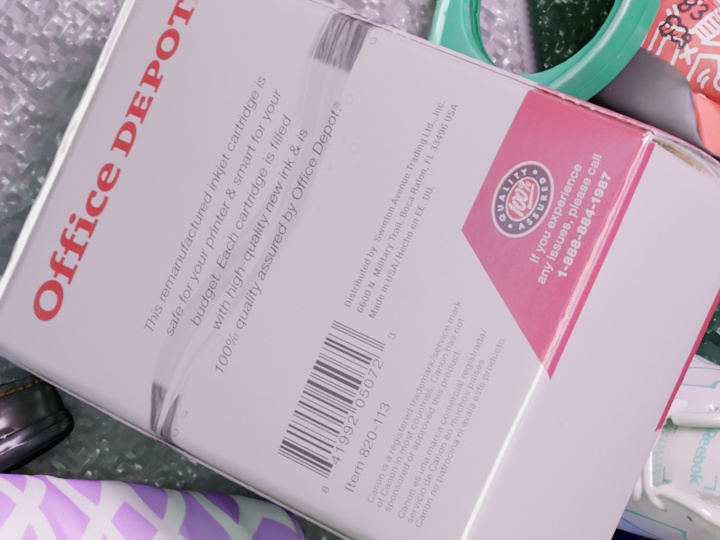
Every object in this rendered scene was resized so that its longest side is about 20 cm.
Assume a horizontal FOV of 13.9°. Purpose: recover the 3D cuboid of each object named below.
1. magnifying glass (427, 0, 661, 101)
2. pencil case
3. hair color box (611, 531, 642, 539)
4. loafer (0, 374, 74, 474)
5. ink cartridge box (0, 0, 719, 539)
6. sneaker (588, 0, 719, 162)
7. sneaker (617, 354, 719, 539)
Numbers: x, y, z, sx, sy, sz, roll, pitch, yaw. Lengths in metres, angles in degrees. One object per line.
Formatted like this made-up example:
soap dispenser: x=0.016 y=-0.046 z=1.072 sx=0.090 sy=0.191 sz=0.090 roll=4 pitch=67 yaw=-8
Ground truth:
magnifying glass: x=0.032 y=-0.046 z=0.973 sx=0.080 sy=0.022 sz=0.200 roll=37 pitch=98 yaw=41
pencil case: x=-0.108 y=0.104 z=0.914 sx=0.199 sy=0.085 sz=0.084 roll=7 pitch=98 yaw=-29
hair color box: x=0.054 y=0.193 z=0.970 sx=0.109 sy=0.065 sz=0.201 roll=-7 pitch=88 yaw=0
loafer: x=-0.195 y=0.060 z=0.970 sx=0.199 sy=0.073 sz=0.073 roll=-16 pitch=85 yaw=0
ink cartridge box: x=0.000 y=0.000 z=0.916 sx=0.200 sy=0.083 sz=0.147 roll=25 pitch=90 yaw=35
sneaker: x=0.184 y=-0.063 z=0.966 sx=0.201 sy=0.067 sz=0.108 roll=25 pitch=93 yaw=3
sneaker: x=0.096 y=0.053 z=0.960 sx=0.199 sy=0.080 sz=0.071 roll=12 pitch=91 yaw=5
